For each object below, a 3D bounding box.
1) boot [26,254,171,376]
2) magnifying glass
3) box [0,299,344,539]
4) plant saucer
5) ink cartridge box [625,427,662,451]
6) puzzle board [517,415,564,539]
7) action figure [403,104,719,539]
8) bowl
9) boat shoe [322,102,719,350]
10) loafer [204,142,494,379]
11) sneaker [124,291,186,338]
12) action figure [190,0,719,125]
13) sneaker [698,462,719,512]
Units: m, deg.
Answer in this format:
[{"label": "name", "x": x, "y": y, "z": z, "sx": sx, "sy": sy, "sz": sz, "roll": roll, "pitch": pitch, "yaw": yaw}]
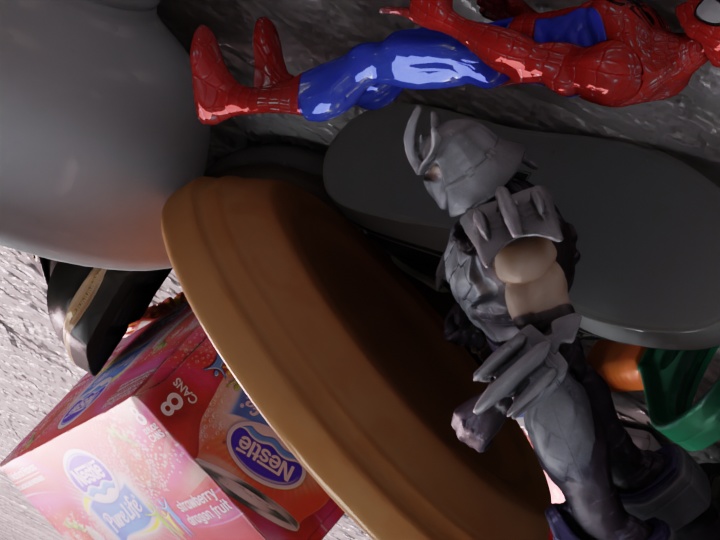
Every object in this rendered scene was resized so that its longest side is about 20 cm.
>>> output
[{"label": "boot", "x": -0.150, "y": -0.028, "z": 1.034, "sx": 0.138, "sy": 0.078, "sz": 0.200, "roll": 35, "pitch": -175, "yaw": -3}, {"label": "magnifying glass", "x": 0.125, "y": 0.033, "z": 0.900, "sx": 0.022, "sy": 0.080, "sz": 0.200, "roll": 31, "pitch": 170, "yaw": -5}, {"label": "box", "x": -0.071, "y": 0.076, "z": 1.001, "sx": 0.100, "sy": 0.096, "sz": 0.200, "roll": 48, "pitch": 153, "yaw": -8}, {"label": "plant saucer", "x": 0.007, "y": 0.038, "z": 0.838, "sx": 0.200, "sy": 0.037, "sz": 0.200, "roll": 47, "pitch": -168, "yaw": -13}, {"label": "ink cartridge box", "x": 0.114, "y": 0.135, "z": 1.188, "sx": 0.197, "sy": 0.044, "sz": 0.200, "roll": 8, "pitch": 152, "yaw": 45}, {"label": "puzzle board", "x": 0.087, "y": 0.133, "z": 0.988, "sx": 0.201, "sy": 0.017, "sz": 0.151, "roll": 59, "pitch": 144, "yaw": 31}, {"label": "action figure", "x": 0.060, "y": 0.035, "z": 0.747, "sx": 0.069, "sy": 0.130, "sz": 0.201, "roll": -22, "pitch": 107, "yaw": 14}, {"label": "bowl", "x": -0.136, "y": -0.086, "z": 0.881, "sx": 0.200, "sy": 0.091, "sz": 0.201, "roll": 23, "pitch": -165, "yaw": -7}, {"label": "boat shoe", "x": 0.074, "y": -0.011, "z": 0.864, "sx": 0.199, "sy": 0.071, "sz": 0.064, "roll": 24, "pitch": 160, "yaw": 40}, {"label": "loafer", "x": 0.000, "y": 0.000, "z": 0.978, "sx": 0.199, "sy": 0.071, "sz": 0.073, "roll": 14, "pitch": 155, "yaw": 37}, {"label": "sneaker", "x": -0.064, "y": 0.046, "z": 1.110, "sx": 0.199, "sy": 0.073, "sz": 0.078, "roll": 3, "pitch": 115, "yaw": 60}, {"label": "action figure", "x": 0.039, "y": -0.074, "z": 0.758, "sx": 0.198, "sy": 0.052, "sz": 0.065, "roll": 2, "pitch": -174, "yaw": 30}, {"label": "sneaker", "x": 0.194, "y": 0.158, "z": 1.072, "sx": 0.066, "sy": 0.091, "sz": 0.200, "roll": -17, "pitch": 134, "yaw": 24}]
